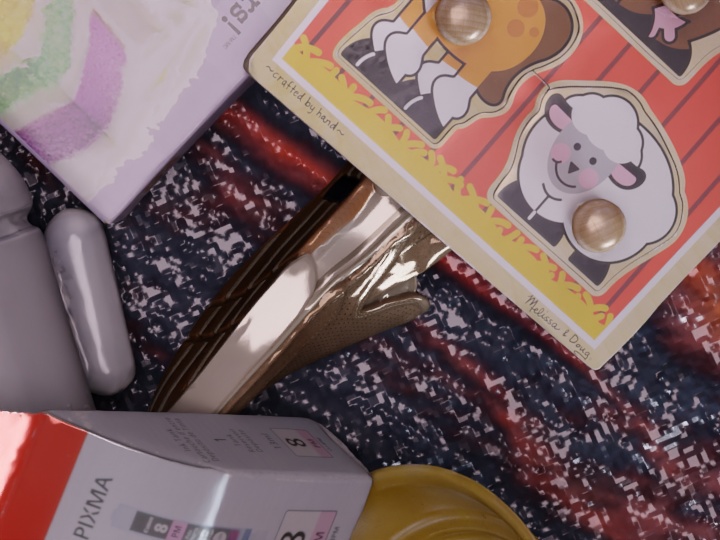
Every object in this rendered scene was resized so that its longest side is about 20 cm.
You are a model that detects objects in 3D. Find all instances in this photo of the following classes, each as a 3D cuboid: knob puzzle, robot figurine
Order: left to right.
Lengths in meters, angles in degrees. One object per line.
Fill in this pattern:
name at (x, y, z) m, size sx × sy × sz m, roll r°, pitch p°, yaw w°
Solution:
robot figurine at (-0.162, 0.031, 1.060) m, size 0.169 × 0.113 × 0.201 m, roll -20°, pitch 95°, yaw -32°
knob puzzle at (0.088, -0.091, 1.024) m, size 0.218 × 0.030 × 0.221 m, roll -1°, pitch 100°, yaw -8°

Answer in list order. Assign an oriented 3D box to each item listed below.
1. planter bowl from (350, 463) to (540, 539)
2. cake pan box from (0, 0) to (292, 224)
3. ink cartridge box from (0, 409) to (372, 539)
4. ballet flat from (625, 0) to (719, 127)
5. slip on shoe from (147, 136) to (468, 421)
planter bowl at (0.045, 0.175, 1.058) m, size 0.083 × 0.200 × 0.202 m, roll 7°, pitch 96°, yaw -39°
cake pan box at (-0.091, -0.150, 1.077) m, size 0.184 × 0.052 × 0.200 m, roll 45°, pitch 94°, yaw -4°
ink cartridge box at (-0.105, 0.130, 1.024) m, size 0.057 × 0.199 × 0.163 m, roll 38°, pitch 114°, yaw 38°
ballet flat at (0.086, -0.134, 1.059) m, size 0.071 × 0.069 × 0.201 m, roll -16°, pitch 98°, yaw -26°
slip on shoe at (0.000, 0.000, 1.079) m, size 0.061 × 0.076 × 0.200 m, roll 41°, pitch 88°, yaw -13°
